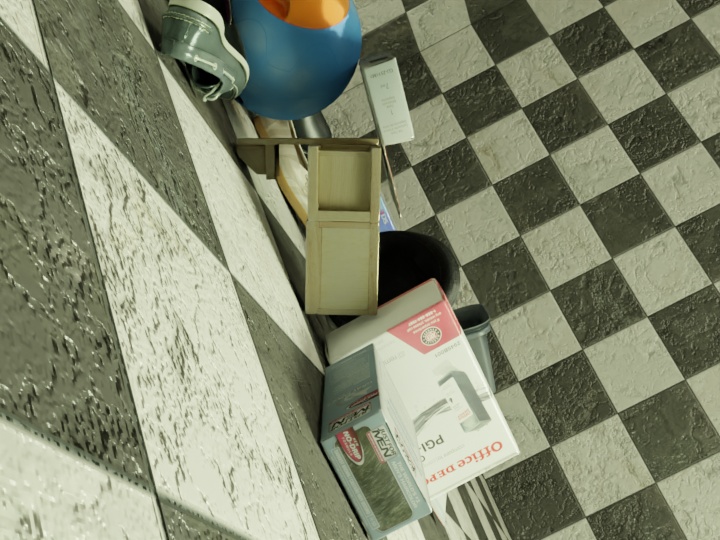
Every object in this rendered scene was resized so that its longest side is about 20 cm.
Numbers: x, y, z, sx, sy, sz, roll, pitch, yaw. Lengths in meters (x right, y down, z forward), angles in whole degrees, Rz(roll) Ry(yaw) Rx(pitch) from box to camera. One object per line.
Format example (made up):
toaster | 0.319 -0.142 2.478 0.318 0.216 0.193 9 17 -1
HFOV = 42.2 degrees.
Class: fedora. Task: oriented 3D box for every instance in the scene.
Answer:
fedora | 0.045 0.041 1.208 0.202 0.197 0.093 -112 -175 -49

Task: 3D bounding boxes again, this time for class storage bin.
storage bin | 0.139 0.161 1.586 0.146 0.196 0.137 -99 171 -77

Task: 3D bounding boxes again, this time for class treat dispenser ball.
treat dispenser ball | -0.096 -0.295 1.188 0.204 0.198 0.201 63 4 -8

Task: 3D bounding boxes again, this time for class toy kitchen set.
toy kitchen set | -0.060 -0.060 1.071 0.200 0.159 0.185 -91 -178 -81

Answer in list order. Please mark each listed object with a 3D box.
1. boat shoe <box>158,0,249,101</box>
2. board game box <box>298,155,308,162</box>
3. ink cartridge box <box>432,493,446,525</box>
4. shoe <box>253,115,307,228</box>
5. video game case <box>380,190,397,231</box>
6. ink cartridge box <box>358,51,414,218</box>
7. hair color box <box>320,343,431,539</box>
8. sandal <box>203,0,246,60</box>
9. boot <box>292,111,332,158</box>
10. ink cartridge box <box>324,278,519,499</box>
boat shoe | -0.162 -0.209 0.950 0.200 0.071 0.063 79 29 -79
board game box | -0.069 -0.147 1.480 0.119 0.033 0.200 30 3 4
ink cartridge box | 0.076 0.219 1.255 0.201 0.043 0.176 62 30 -45
shoe | -0.096 -0.149 1.333 0.203 0.053 0.070 66 5 19
video game case | 0.034 -0.067 1.482 0.182 0.045 0.203 -105 172 -67
ink cartridge box | 0.039 -0.171 1.135 0.200 0.043 0.177 -96 170 -75
hair color box | 0.011 0.148 0.852 0.100 0.060 0.200 63 4 -10
sandal | -0.177 -0.313 1.078 0.203 0.074 0.048 66 -25 19
boot | -0.077 -0.266 1.377 0.201 0.077 0.167 48 -35 -18
ink cartridge box | 0.067 0.137 1.023 0.202 0.144 0.085 62 3 -17
